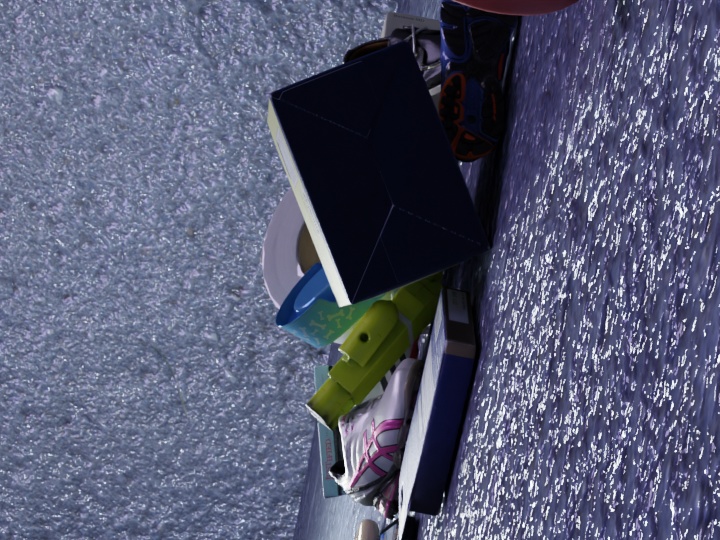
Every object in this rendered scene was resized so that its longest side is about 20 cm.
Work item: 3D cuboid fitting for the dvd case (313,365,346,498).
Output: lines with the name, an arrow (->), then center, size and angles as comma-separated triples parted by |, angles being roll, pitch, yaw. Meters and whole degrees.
dvd case -> -0.010, 0.181, 1.911 | 0.200, 0.022, 0.147 | 14, -109, -72

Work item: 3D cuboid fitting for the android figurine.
android figurine -> 0.020, 0.073, 1.694 | 0.200, 0.041, 0.182 | -51, -10, -5

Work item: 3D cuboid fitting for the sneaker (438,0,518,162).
sneaker -> 0.101, -0.191, 1.539 | 0.078, 0.075, 0.201 | 101, 180, -76

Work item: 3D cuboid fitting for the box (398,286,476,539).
box -> 0.067, 0.129, 1.487 | 0.121, 0.032, 0.201 | -87, 9, -68

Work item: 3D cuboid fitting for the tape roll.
tape roll -> -0.009, -0.023, 1.824 | 0.071, 0.202, 0.203 | 31, -117, -51

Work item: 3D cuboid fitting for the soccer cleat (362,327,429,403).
soccer cleat -> 0.030, 0.069, 1.838 | 0.069, 0.085, 0.201 | -121, 41, -85

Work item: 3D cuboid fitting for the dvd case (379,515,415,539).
dvd case -> 0.028, 0.327, 1.697 | 0.200, 0.017, 0.143 | 110, 170, -76

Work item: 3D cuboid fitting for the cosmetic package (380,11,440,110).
cosmetic package -> 0.066, -0.202, 1.899 | 0.201, 0.103, 0.073 | -86, 7, -47

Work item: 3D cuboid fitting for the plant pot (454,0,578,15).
plant pot -> 0.100, -0.288, 1.019 | 0.178, 0.200, 0.201 | 120, 163, -49

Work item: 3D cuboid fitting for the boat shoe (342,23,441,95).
boat shoe -> 0.058, -0.221, 1.736 | 0.200, 0.068, 0.072 | -9, 41, 52

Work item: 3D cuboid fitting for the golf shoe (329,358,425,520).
golf shoe -> 0.018, 0.159, 1.640 | 0.073, 0.092, 0.201 | -50, -19, -48

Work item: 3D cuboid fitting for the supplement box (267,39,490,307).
supplement box -> 0.010, -0.081, 1.533 | 0.200, 0.134, 0.201 | 154, 95, -86

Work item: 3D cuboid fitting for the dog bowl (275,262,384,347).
dog bowl -> 0.000, 0.000, 1.703 | 0.200, 0.050, 0.112 | -44, 15, 11

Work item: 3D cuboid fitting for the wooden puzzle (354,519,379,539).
wooden puzzle -> -0.012, 0.421, 2.001 | 0.200, 0.037, 0.186 | 112, 169, -54
